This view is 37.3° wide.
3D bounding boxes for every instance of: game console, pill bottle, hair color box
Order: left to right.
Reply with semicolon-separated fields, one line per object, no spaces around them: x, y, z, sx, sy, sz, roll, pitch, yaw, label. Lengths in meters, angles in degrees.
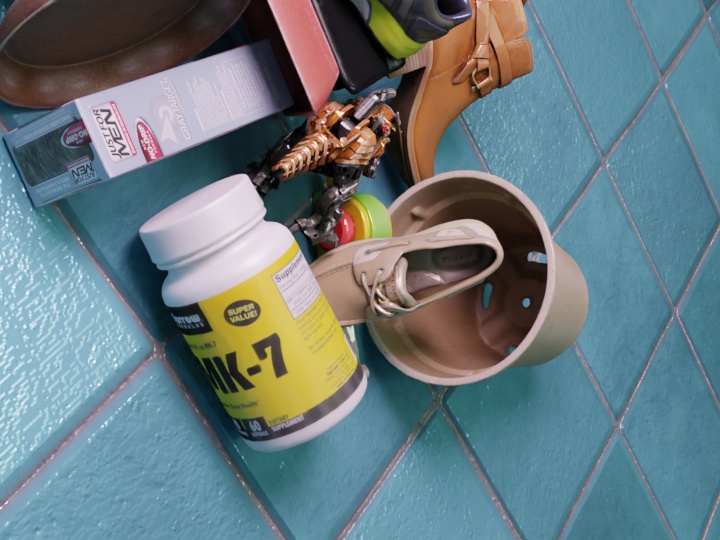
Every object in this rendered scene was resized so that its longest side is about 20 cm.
-0.156;-0.116;0.815;0.200;0.099;0.061;-33;104;-47;hair color box
-0.086;0.033;0.847;0.114;0.114;0.200;-43;112;-44;pill bottle
-0.053;-0.247;0.923;0.116;0.176;0.200;-30;104;-32;game console

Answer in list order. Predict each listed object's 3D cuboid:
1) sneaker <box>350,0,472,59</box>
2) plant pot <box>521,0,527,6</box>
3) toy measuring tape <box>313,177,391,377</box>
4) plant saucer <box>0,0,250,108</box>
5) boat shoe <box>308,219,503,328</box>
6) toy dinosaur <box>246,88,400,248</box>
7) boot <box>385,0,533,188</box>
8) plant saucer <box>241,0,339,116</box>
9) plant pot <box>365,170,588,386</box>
0.019;-0.251;0.856;0.200;0.081;0.074;35;47;-49;sneaker
0.044;-0.325;1.042;0.200;0.187;0.187;-2;82;-38;plant pot
0.000;0.000;0.982;0.074;0.074;0.200;-4;84;-48;toy measuring tape
-0.170;-0.178;0.749;0.200;0.200;0.035;-20;82;-48;plant saucer
0.026;0.008;0.926;0.065;0.200;0.072;-93;166;-78;boat shoe
-0.031;-0.102;0.890;0.200;0.136;0.102;3;45;-56;toy dinosaur
0.097;-0.172;1.043;0.155;0.074;0.200;-21;130;-13;boot
-0.075;-0.225;0.874;0.037;0.200;0.200;-24;102;-7;plant saucer
0.132;0.020;1.050;0.183;0.200;0.201;17;69;-56;plant pot
